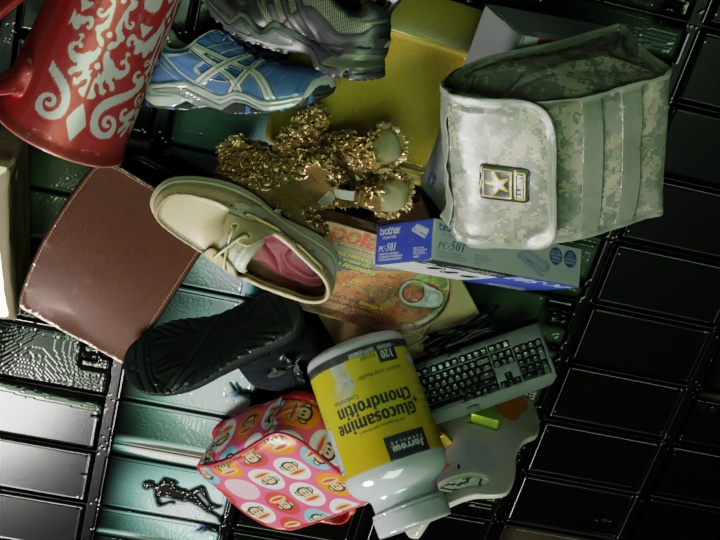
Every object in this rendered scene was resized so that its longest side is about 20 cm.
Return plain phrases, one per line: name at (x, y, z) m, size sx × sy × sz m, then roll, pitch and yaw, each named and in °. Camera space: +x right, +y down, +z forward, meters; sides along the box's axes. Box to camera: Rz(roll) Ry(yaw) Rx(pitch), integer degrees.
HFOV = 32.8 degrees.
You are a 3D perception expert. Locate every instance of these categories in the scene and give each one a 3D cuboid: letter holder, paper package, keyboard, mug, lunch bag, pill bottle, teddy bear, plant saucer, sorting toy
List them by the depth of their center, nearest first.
lunch bag at (0.167, -0.111, 1.100) m, size 0.199 × 0.118 × 0.165 m, roll -15°, pitch 130°, yaw -10°
mug at (-0.251, -0.212, 1.119) m, size 0.133 × 0.177 × 0.201 m, roll 33°, pitch 108°, yaw 13°
teddy bear at (-0.043, -0.096, 1.206) m, size 0.199 × 0.067 × 0.145 m, roll -18°, pitch 124°, yaw 22°
plant saucer at (0.024, -0.180, 1.219) m, size 0.199 × 0.049 × 0.201 m, roll 15°, pitch 119°, yaw -11°
paper package at (-0.441, -0.055, 1.243) m, size 0.199 × 0.104 × 0.191 m, roll 4°, pitch 120°, yaw -5°
letter holder at (-0.250, -0.029, 1.268) m, size 0.142 × 0.101 × 0.200 m, roll 29°, pitch 115°, yaw -15°
pill bottle at (0.025, 0.173, 1.289) m, size 0.112 × 0.112 × 0.201 m, roll -23°, pitch 76°, yaw 11°
keyboard at (0.108, 0.108, 1.345) m, size 0.199 × 0.040 × 0.105 m, roll -20°, pitch 87°, yaw 5°
sorting toy at (0.102, 0.217, 1.376) m, size 0.199 × 0.180 × 0.107 m, roll -29°, pitch 118°, yaw 13°
lunch bag at (-0.071, 0.230, 1.400) m, size 0.176 × 0.082 × 0.200 m, roll 42°, pitch 137°, yaw -21°

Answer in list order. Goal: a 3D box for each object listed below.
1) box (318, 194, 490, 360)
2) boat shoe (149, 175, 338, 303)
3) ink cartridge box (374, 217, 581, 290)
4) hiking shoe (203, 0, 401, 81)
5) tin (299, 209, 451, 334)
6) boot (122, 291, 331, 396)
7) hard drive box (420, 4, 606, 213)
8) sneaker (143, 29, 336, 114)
box at (0.035, 0.030, 1.356) m, size 0.163 × 0.021 × 0.200 m, roll -23°, pitch 117°, yaw 10°
boat shoe at (-0.108, -0.027, 1.175) m, size 0.199 × 0.069 × 0.074 m, roll 23°, pitch 117°, yaw -18°
ink cartridge box at (0.122, -0.014, 1.250) m, size 0.199 × 0.094 × 0.044 m, roll 10°, pitch 82°, yaw -35°
hiking shoe at (-0.053, -0.250, 1.139) m, size 0.199 × 0.076 × 0.101 m, roll 25°, pitch 108°, yaw 17°
tin at (0.000, 0.000, 1.304) m, size 0.199 × 0.042 × 0.112 m, roll 16°, pitch 121°, yaw -10°
boot at (-0.135, 0.098, 1.311) m, size 0.199 × 0.077 × 0.168 m, roll -22°, pitch 157°, yaw 1°
hard drive box at (0.168, -0.145, 1.203) m, size 0.155 × 0.077 × 0.201 m, roll 3°, pitch 122°, yaw -27°
sneaker at (-0.121, -0.192, 1.174) m, size 0.199 × 0.076 × 0.077 m, roll 4°, pitch 104°, yaw 13°
